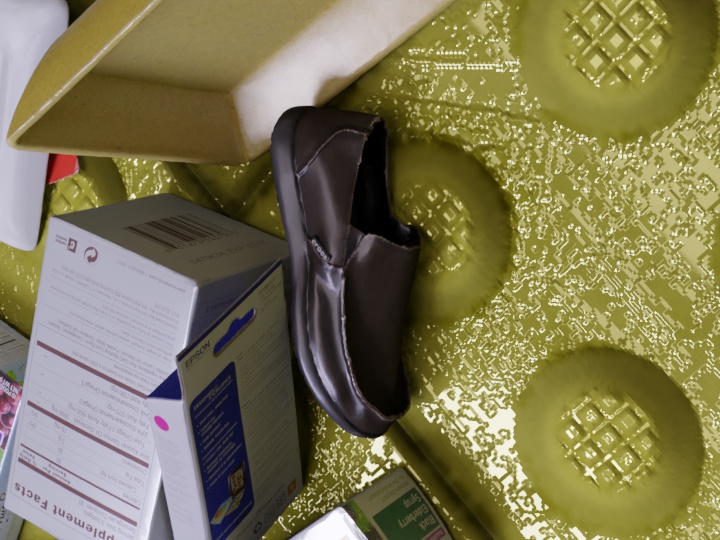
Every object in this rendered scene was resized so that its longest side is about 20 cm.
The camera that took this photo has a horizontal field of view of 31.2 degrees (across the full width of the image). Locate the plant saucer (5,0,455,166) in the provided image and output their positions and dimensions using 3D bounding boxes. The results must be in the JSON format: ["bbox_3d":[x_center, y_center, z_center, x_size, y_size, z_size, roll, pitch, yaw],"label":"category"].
[{"bbox_3d":[-0.066,-0.131,0.690,0.200,0.200,0.049,-35,72,30],"label":"plant saucer"}]

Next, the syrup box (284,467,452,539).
[{"bbox_3d":[-0.037,0.211,0.811,0.200,0.079,0.082,-40,80,30],"label":"syrup box"}]

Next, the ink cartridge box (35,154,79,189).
[{"bbox_3d":[-0.293,-0.141,0.897,0.162,0.050,0.201,-16,89,31],"label":"ink cartridge box"}]

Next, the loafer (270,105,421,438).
[{"bbox_3d":[0.000,0.000,0.748,0.071,0.073,0.201,-9,98,29],"label":"loafer"}]

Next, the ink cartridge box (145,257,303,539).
[{"bbox_3d":[-0.077,0.089,0.754,0.037,0.095,0.201,23,137,24],"label":"ink cartridge box"}]

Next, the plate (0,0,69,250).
[{"bbox_3d":[-0.298,-0.128,0.873,0.199,0.032,0.201,26,124,13],"label":"plate"}]

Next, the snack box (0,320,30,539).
[{"bbox_3d":[-0.306,0.126,0.959,0.142,0.053,0.201,32,115,21],"label":"snack box"}]

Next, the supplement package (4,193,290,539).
[{"bbox_3d":[-0.130,0.069,0.811,0.117,0.117,0.201,22,111,24],"label":"supplement package"}]
